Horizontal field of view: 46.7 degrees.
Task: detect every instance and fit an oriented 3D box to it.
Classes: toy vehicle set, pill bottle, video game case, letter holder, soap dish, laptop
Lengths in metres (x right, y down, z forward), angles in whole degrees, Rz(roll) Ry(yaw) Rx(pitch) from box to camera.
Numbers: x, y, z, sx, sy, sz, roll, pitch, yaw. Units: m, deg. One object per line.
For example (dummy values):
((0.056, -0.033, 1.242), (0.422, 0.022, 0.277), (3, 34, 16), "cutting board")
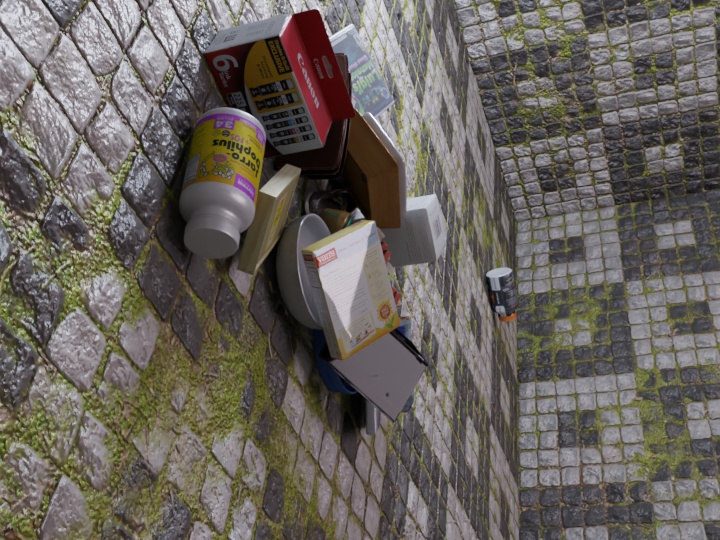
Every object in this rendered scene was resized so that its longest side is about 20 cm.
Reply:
((-0.138, -0.083, 1.279), (0.200, 0.026, 0.125), (-71, 180, -71), "toy vehicle set")
((0.564, 0.098, 3.287), (0.106, 0.106, 0.201), (-50, 129, -66), "pill bottle")
((-0.022, -0.372, 1.637), (0.182, 0.023, 0.200), (60, 40, -16), "video game case")
((-0.192, -0.120, 1.154), (0.104, 0.104, 0.201), (56, 31, -52), "pill bottle")
((0.025, 0.220, 1.678), (0.182, 0.023, 0.201), (50, 40, -84), "video game case")
((-0.058, -0.267, 1.465), (0.100, 0.141, 0.201), (8, 86, -56), "letter holder")
((0.018, -0.183, 1.566), (0.158, 0.081, 0.200), (57, -13, 28), "soap dish")
((0.018, 0.148, 1.543), (0.187, 0.116, 0.200), (43, 3, -13), "laptop")

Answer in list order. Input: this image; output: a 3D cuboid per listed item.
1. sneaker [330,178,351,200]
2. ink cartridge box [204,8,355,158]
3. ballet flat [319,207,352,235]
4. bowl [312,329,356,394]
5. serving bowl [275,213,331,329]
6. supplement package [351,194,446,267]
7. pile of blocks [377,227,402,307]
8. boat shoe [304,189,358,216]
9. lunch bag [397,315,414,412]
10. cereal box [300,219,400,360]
((-0.031, -0.237, 1.725), (0.082, 0.073, 0.201), (-62, 140, -59), "sneaker")
((-0.122, -0.293, 1.324), (0.084, 0.175, 0.201), (-75, 150, -48), "ink cartridge box")
((-0.054, -0.055, 1.581), (0.200, 0.063, 0.069), (100, 14, -56), "ballet flat")
((-0.039, 0.136, 1.596), (0.200, 0.039, 0.202), (-8, 90, -72), "bowl")
((-0.097, 0.005, 1.441), (0.200, 0.065, 0.201), (-8, 90, -72), "serving bowl")
((0.065, -0.077, 1.742), (0.117, 0.199, 0.118), (-52, 131, -65), "supplement package")
((0.026, -0.010, 1.532), (0.082, 0.062, 0.201), (12, 50, -43), "pile of blocks")
((-0.053, -0.126, 1.636), (0.200, 0.059, 0.072), (-30, 110, -70), "boat shoe")
((0.074, 0.197, 1.782), (0.160, 0.075, 0.201), (96, -8, -65), "lunch bag")
((-0.013, 0.031, 1.411), (0.143, 0.039, 0.201), (-27, 112, -35), "cereal box")
